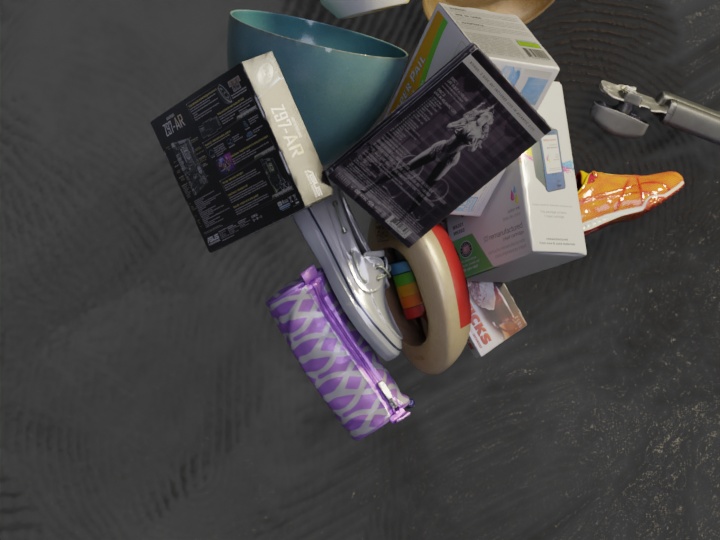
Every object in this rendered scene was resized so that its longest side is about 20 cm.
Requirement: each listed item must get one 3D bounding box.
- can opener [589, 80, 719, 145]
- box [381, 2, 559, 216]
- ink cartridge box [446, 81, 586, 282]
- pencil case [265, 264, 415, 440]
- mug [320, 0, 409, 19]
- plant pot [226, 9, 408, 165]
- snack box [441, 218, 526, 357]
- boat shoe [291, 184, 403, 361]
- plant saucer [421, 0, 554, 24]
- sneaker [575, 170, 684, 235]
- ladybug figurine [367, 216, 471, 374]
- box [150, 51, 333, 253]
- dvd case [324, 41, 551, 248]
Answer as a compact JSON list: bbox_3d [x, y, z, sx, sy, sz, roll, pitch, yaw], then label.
[{"bbox_3d":[0.374,-0.181,1.818,0.198,0.053,0.067,18,112,-16],"label":"can opener"},{"bbox_3d":[0.105,-0.167,1.581,0.111,0.201,0.102,2,39,-33],"label":"box"},{"bbox_3d":[0.165,-0.100,1.665,0.087,0.145,0.203,3,76,-35],"label":"ink cartridge box"},{"bbox_3d":[-0.024,0.093,1.638,0.084,0.085,0.201,-38,96,-24],"label":"pencil case"},{"bbox_3d":[0.016,-0.371,1.664,0.184,0.149,0.155,-13,97,-7],"label":"mug"},{"bbox_3d":[-0.058,-0.192,1.611,0.197,0.200,0.136,9,106,-17],"label":"plant pot"},{"bbox_3d":[0.114,-0.003,1.722,0.071,0.024,0.201,-32,95,-17],"label":"snack box"},{"bbox_3d":[0.000,0.000,1.617,0.066,0.074,0.201,-32,91,10],"label":"boat shoe"},{"bbox_3d":[0.155,-0.352,1.702,0.198,0.201,0.036,-12,53,-18],"label":"plant saucer"},{"bbox_3d":[0.300,-0.092,1.768,0.198,0.073,0.078,-17,81,-21],"label":"sneaker"},{"bbox_3d":[0.070,0.013,1.653,0.071,0.135,0.203,-20,98,-30],"label":"ladybug figurine"},{"bbox_3d":[-0.129,-0.120,1.562,0.043,0.199,0.162,-26,92,-38],"label":"box"},{"bbox_3d":[0.081,-0.125,1.519,0.199,0.016,0.148,-39,132,14],"label":"dvd case"}]
